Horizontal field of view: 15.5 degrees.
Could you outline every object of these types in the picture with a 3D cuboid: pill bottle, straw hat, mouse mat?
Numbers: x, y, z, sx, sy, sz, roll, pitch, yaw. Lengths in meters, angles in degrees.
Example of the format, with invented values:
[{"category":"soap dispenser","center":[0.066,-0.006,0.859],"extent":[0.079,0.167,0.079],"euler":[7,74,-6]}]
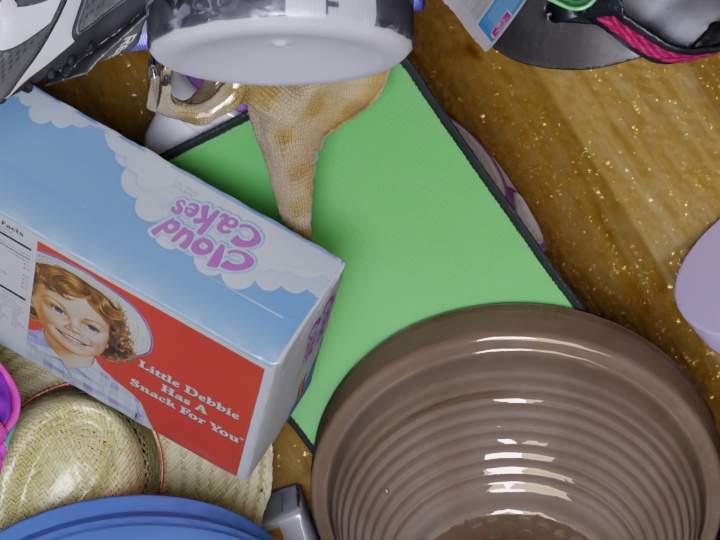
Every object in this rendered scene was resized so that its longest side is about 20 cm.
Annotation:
[{"category":"pill bottle","center":[-0.032,-0.180,1.036],"extent":[0.106,0.106,0.201],"euler":[0,82,-3]},{"category":"straw hat","center":[-0.139,0.101,1.234],"extent":[0.200,0.085,0.202],"euler":[0,91,2]},{"category":"mouse mat","center":[0.000,0.000,1.220],"extent":[0.161,0.008,0.200],"euler":[-24,121,22]}]

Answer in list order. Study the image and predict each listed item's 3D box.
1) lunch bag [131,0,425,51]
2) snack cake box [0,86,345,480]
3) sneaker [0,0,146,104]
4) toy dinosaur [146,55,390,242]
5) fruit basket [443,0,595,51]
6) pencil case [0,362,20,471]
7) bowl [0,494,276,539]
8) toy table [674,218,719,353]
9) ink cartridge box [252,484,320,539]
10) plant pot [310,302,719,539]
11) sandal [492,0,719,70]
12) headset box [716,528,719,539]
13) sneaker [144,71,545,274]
[{"category":"lunch bag","center":[-0.085,-0.190,1.160],"extent":[0.199,0.124,0.171],"euler":[-11,108,-7]},{"category":"snack cake box","center":[-0.114,-0.001,1.181],"extent":[0.200,0.067,0.115],"euler":[29,147,7]},{"category":"sneaker","center":[-0.127,-0.103,1.054],"extent":[0.091,0.066,0.200],"euler":[47,58,-34]},{"category":"toy dinosaur","center":[-0.038,-0.078,1.121],"extent":[0.101,0.058,0.201],"euler":[2,117,-11]},{"category":"fruit basket","center":[0.089,-0.187,1.118],"extent":[0.094,0.200,0.186],"euler":[27,90,7]},{"category":"pencil case","center":[-0.235,0.106,1.213],"extent":[0.088,0.089,0.200],"euler":[37,129,-12]},{"category":"bowl","center":[-0.115,0.181,1.222],"extent":[0.200,0.039,0.201],"euler":[-9,132,-10]},{"category":"toy table","center":[0.257,0.018,1.220],"extent":[0.117,0.200,0.184],"euler":[47,65,-24]},{"category":"ink cartridge box","center":[-0.088,0.232,1.321],"extent":[0.199,0.047,0.198],"euler":[-19,107,6]},{"category":"plant pot","center":[0.073,0.122,1.240],"extent":[0.200,0.093,0.201],"euler":[2,126,2]},{"category":"sandal","center":[0.154,-0.130,1.228],"extent":[0.199,0.045,0.075],"euler":[-2,106,-3]},{"category":"headset box","center":[0.204,0.200,1.271],"extent":[0.075,0.149,0.201],"euler":[10,106,-4]},{"category":"sneaker","center":[-0.009,-0.037,1.245],"extent":[0.199,0.075,0.100],"euler":[24,127,-12]}]
